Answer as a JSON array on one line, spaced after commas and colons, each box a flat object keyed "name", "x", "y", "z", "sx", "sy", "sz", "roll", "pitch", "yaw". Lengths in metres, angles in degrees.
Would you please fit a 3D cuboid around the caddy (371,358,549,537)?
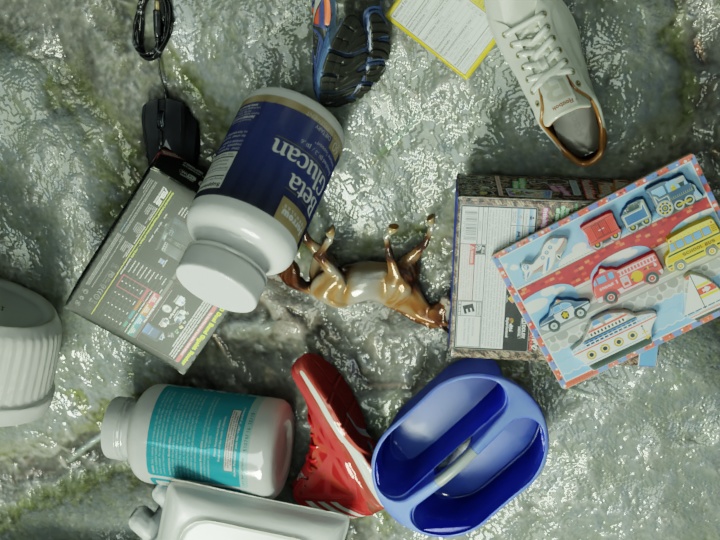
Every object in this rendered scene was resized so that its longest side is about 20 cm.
[{"name": "caddy", "x": 0.104, "y": 0.185, "z": 1.145, "sx": 0.141, "sy": 0.105, "sz": 0.200, "roll": 44, "pitch": 108, "yaw": -2}]

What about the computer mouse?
[{"name": "computer mouse", "x": -0.205, "y": -0.184, "z": 1.136, "sx": 0.058, "sy": 0.034, "sz": 0.201, "roll": -2, "pitch": 107, "yaw": 14}]

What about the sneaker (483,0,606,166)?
[{"name": "sneaker", "x": 0.177, "y": -0.186, "z": 1.009, "sx": 0.073, "sy": 0.085, "sz": 0.200, "roll": -28, "pitch": 107, "yaw": 15}]

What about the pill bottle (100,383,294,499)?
[{"name": "pill bottle", "x": -0.179, "y": 0.185, "z": 1.213, "sx": 0.199, "sy": 0.111, "sz": 0.111, "roll": 6, "pitch": 110, "yaw": 10}]

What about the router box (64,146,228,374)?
[{"name": "router box", "x": -0.196, "y": -0.008, "z": 1.161, "sx": 0.149, "sy": 0.062, "sz": 0.200, "roll": 32, "pitch": 113, "yaw": -14}]

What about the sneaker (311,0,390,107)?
[{"name": "sneaker", "x": -0.015, "y": -0.251, "z": 1.056, "sx": 0.075, "sy": 0.078, "sz": 0.201, "roll": -8, "pitch": 127, "yaw": -26}]

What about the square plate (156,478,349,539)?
[{"name": "square plate", "x": -0.129, "y": 0.335, "z": 1.180, "sx": 0.197, "sy": 0.028, "sz": 0.201, "roll": 13, "pitch": 105, "yaw": -6}]

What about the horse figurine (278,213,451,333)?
[{"name": "horse figurine", "x": 0.000, "y": 0.000, "z": 1.133, "sx": 0.199, "sy": 0.050, "sz": 0.133, "roll": 1, "pitch": 131, "yaw": 2}]

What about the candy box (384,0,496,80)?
[{"name": "candy box", "x": 0.122, "y": -0.288, "z": 1.030, "sx": 0.102, "sy": 0.026, "sz": 0.200, "roll": 38, "pitch": 112, "yaw": -2}]

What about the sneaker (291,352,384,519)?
[{"name": "sneaker", "x": -0.047, "y": 0.195, "z": 1.205, "sx": 0.115, "sy": 0.078, "sz": 0.201, "roll": -28, "pitch": 99, "yaw": 18}]

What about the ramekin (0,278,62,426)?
[{"name": "ramekin", "x": -0.419, "y": 0.076, "z": 1.190, "sx": 0.199, "sy": 0.200, "sz": 0.106, "roll": 21, "pitch": 103, "yaw": 5}]

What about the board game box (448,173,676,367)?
[{"name": "board game box", "x": 0.187, "y": -0.003, "z": 1.059, "sx": 0.199, "sy": 0.097, "sz": 0.160, "roll": 3, "pitch": 109, "yaw": 4}]

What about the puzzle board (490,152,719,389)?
[{"name": "puzzle board", "x": 0.240, "y": 0.006, "z": 0.998, "sx": 0.199, "sy": 0.017, "sz": 0.151, "roll": -27, "pitch": 104, "yaw": 14}]

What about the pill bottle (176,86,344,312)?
[{"name": "pill bottle", "x": -0.098, "y": -0.066, "z": 1.054, "sx": 0.111, "sy": 0.201, "sz": 0.111, "roll": 18, "pitch": 155, "yaw": 9}]

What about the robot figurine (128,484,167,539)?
[{"name": "robot figurine", "x": -0.169, "y": 0.323, "z": 1.255, "sx": 0.200, "sy": 0.113, "sz": 0.170, "roll": 41, "pitch": 87, "yaw": -2}]
